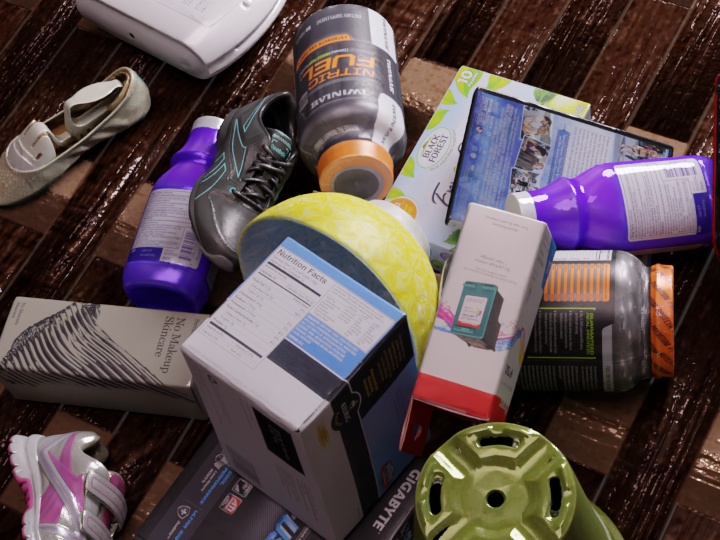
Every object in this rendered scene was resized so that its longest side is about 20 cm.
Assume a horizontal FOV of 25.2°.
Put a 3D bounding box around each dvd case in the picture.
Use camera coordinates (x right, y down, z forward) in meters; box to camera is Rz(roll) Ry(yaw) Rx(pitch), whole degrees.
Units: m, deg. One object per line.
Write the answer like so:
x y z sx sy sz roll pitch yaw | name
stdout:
0.185 -0.079 1.481 0.198 0.018 0.144 16 66 -5 | dvd case

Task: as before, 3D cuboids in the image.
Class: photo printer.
-0.180 -0.298 1.720 0.199 0.070 0.167 28 67 25 | photo printer

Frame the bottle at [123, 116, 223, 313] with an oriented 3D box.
-0.165 -0.055 1.555 0.083 0.065 0.201 6 59 14 | bottle

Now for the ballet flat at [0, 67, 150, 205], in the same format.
-0.307 -0.144 1.652 0.199 0.063 0.067 -37 58 -12 | ballet flat

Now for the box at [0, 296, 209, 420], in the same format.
-0.231 0.081 1.489 0.198 0.069 0.083 3 59 14 | box

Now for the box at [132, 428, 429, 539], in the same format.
-0.059 0.207 1.386 0.198 0.050 0.200 28 68 27 | box

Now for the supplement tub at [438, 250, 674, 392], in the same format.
0.172 0.044 1.397 0.198 0.123 0.123 1 58 12 | supplement tub

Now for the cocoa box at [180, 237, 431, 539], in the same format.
-0.038 0.100 1.301 0.133 0.201 0.131 32 66 27 | cocoa box

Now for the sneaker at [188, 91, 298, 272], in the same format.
-0.105 -0.090 1.499 0.079 0.075 0.201 -29 39 38 | sneaker

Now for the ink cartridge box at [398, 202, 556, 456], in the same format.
0.095 0.058 1.287 0.067 0.116 0.202 16 85 13 | ink cartridge box

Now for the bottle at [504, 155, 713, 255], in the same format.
0.228 -0.054 1.433 0.198 0.065 0.084 -7 77 -15 | bottle

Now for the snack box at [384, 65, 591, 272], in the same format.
0.118 -0.089 1.534 0.141 0.053 0.201 19 63 23 | snack box

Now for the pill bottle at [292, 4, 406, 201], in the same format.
-0.010 -0.155 1.558 0.105 0.107 0.201 -10 49 5 | pill bottle

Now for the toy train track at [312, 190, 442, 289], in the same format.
-0.002 -0.007 1.512 0.198 0.033 0.116 15 100 12 | toy train track

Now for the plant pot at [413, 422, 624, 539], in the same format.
0.113 0.215 1.259 0.198 0.190 0.202 -6 57 9 | plant pot

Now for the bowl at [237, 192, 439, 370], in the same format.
0.000 0.000 1.427 0.199 0.201 0.108 27 55 26 | bowl

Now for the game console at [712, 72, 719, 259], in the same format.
0.400 -0.071 1.431 0.118 0.172 0.202 -16 51 34 | game console

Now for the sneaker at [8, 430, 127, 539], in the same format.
-0.245 0.212 1.396 0.087 0.082 0.201 -20 52 -4 | sneaker
